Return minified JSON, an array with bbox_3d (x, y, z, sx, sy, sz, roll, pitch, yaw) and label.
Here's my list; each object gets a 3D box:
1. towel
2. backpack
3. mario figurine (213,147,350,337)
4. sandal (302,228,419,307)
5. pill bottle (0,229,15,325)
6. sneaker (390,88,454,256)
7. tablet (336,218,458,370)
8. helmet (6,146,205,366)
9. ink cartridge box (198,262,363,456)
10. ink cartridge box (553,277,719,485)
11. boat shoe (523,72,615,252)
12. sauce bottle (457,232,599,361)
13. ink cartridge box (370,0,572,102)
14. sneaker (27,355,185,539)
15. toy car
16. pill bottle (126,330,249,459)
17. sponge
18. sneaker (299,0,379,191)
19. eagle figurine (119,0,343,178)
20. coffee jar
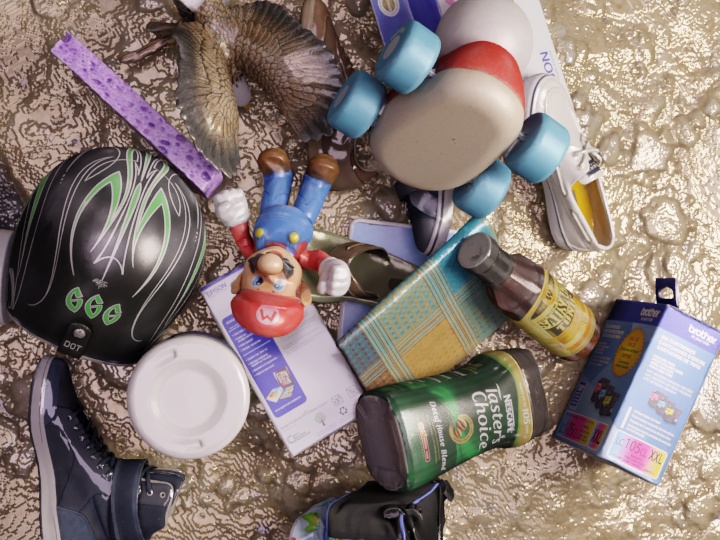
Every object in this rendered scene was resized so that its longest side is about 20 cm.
[{"bbox_3d":[0.073,0.051,1.205,0.200,0.022,0.147,-40,134,-12],"label":"towel"},{"bbox_3d":[0.011,0.319,1.173,0.146,0.183,0.201,-3,91,17],"label":"backpack"},{"bbox_3d":[-0.075,-0.032,1.137,0.106,0.123,0.201,37,51,-41],"label":"mario figurine"},{"bbox_3d":[0.001,-0.001,1.216,0.200,0.057,0.080,13,68,-9],"label":"sandal"},{"bbox_3d":[-0.443,-0.001,1.159,0.199,0.116,0.117,5,87,-6],"label":"pill bottle"},{"bbox_3d":[0.056,-0.114,1.240,0.079,0.078,0.201,6,76,-11],"label":"sneaker"},{"bbox_3d":[0.042,0.050,1.264,0.129,0.014,0.201,7,88,-6],"label":"tablet"},{"bbox_3d":[-0.242,-0.023,1.151,0.199,0.200,0.191,25,98,-5],"label":"helmet"},{"bbox_3d":[-0.078,0.083,1.229,0.099,0.039,0.201,-29,85,-7],"label":"ink cartridge box"},{"bbox_3d":[0.292,0.107,1.228,0.076,0.136,0.201,28,85,-10],"label":"ink cartridge box"},{"bbox_3d":[0.222,-0.109,1.228,0.071,0.070,0.201,-28,113,-31],"label":"boat shoe"},{"bbox_3d":[0.171,0.027,1.205,0.200,0.066,0.066,34,84,-40],"label":"sauce bottle"},{"bbox_3d":[0.115,-0.238,1.226,0.199,0.043,0.197,-19,91,-36],"label":"ink cartridge box"},{"bbox_3d":[-0.251,0.180,1.187,0.145,0.077,0.204,-4,98,5],"label":"sneaker"},{"bbox_3d":[0.101,-0.190,1.132,0.184,0.177,0.201,31,57,-17],"label":"toy car"},{"bbox_3d":[-0.163,0.115,1.144,0.110,0.200,0.112,0,89,-6],"label":"pill bottle"},{"bbox_3d":[-0.221,-0.153,1.191,0.200,0.112,0.030,43,86,-3],"label":"sponge"},{"bbox_3d":[-0.023,-0.184,1.237,0.075,0.070,0.201,-4,99,-2],"label":"sneaker"},{"bbox_3d":[-0.125,-0.202,1.177,0.152,0.151,0.200,-53,49,14],"label":"eagle figurine"},{"bbox_3d":[0.099,0.146,1.200,0.199,0.085,0.105,-16,95,-32],"label":"coffee jar"}]
